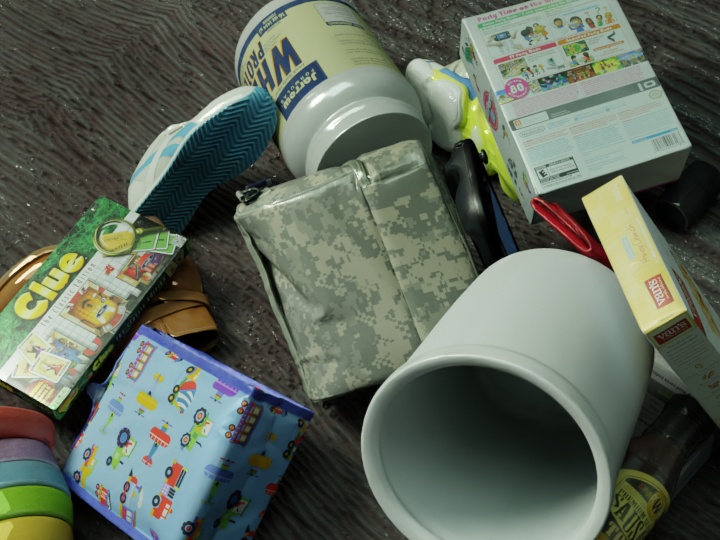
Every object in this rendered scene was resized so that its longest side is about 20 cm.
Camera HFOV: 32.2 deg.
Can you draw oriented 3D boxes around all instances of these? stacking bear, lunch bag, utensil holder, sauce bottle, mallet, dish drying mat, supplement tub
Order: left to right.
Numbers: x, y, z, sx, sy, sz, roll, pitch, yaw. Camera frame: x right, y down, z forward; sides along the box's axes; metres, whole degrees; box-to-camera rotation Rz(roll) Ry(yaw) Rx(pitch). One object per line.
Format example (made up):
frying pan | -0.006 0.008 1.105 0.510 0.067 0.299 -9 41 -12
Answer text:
stacking bear | -0.283 0.221 0.996 0.114 0.121 0.200 -4 57 -25
lunch bag | -0.164 0.137 1.032 0.200 0.094 0.151 24 85 35
supplement tub | -0.027 -0.166 1.230 0.145 0.145 0.200 -24 51 -9
lunch bag | 0.000 0.000 1.057 0.168 0.200 0.139 -22 8 -8
utensil holder | 0.115 0.091 0.891 0.170 0.170 0.200 12 28 19
dish drying mat | 0.209 0.000 1.027 0.018 0.200 0.077 -47 49 7
sauce bottle | 0.191 0.170 0.926 0.066 0.066 0.200 32 64 30
mallet | 0.256 -0.124 1.185 0.066 0.041 0.200 -36 71 -20

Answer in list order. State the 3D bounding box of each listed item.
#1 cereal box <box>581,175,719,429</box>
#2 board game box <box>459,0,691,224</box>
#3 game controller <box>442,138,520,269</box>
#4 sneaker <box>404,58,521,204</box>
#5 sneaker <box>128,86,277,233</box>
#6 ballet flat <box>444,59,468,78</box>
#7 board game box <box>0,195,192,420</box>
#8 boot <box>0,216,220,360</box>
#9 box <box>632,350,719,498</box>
cereal box | 0.241 0.038 0.929 0.040 0.200 0.144 -31 43 16
board game box | 0.193 -0.159 1.153 0.147 0.064 0.200 -16 66 -5
game controller | 0.118 -0.019 1.055 0.042 0.200 0.104 -24 49 7
sneaker | 0.137 -0.150 1.237 0.105 0.076 0.200 -32 69 -28
sneaker | -0.161 -0.117 1.209 0.200 0.076 0.081 -39 43 26
ballet flat | 0.150 -0.197 1.274 0.200 0.070 0.070 4 53 13
board game box | -0.249 0.028 1.113 0.105 0.023 0.200 24 62 20
boot | -0.238 0.046 1.156 0.200 0.077 0.155 -22 55 -17
box | 0.201 0.128 1.024 0.156 0.041 0.200 34 63 30
